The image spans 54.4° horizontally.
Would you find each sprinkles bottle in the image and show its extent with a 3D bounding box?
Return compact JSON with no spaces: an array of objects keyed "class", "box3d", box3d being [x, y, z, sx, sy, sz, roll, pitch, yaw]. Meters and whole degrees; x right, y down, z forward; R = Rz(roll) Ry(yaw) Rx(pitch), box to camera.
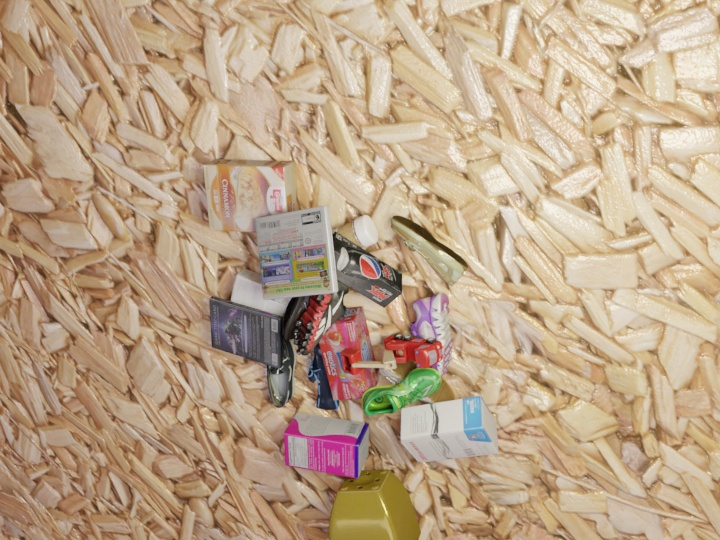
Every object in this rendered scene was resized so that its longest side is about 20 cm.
[{"class":"sprinkles bottle","box3d":[-0.059,-0.060,1.597,0.198,0.068,0.069,-22,103,22]}]

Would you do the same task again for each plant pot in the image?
[{"class":"plant pot","box3d":[0.025,0.619,1.766,0.193,0.194,0.203,-9,98,19]}]

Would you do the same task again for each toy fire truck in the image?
[{"class":"toy fire truck","box3d":[0.070,0.191,1.561,0.198,0.140,0.049,3,109,39]}]

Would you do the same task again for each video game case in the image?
[{"class":"video game case","box3d":[-0.142,-0.035,1.523,0.198,0.022,0.185,-7,89,33]},{"class":"video game case","box3d":[-0.279,0.151,1.711,0.197,0.019,0.145,15,120,20]}]

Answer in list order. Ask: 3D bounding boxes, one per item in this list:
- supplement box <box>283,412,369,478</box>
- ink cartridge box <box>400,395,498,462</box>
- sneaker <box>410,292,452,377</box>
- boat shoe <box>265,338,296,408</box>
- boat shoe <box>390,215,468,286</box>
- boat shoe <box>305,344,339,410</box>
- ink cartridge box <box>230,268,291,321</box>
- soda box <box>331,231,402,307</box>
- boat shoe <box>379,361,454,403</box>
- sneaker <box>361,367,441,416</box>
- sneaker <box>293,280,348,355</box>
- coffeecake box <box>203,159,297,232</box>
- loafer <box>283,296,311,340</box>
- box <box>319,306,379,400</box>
[{"class":"supplement box","box3d":[-0.086,0.440,1.773,0.197,0.101,0.105,7,112,14]},{"class":"ink cartridge box","box3d":[0.208,0.375,1.640,0.197,0.085,0.146,-13,140,20]},{"class":"sneaker","box3d":[0.160,0.147,1.610,0.087,0.080,0.203,0,105,23]},{"class":"boat shoe","box3d":[-0.201,0.248,1.757,0.074,0.060,0.203,-2,109,17]},{"class":"boat shoe","box3d":[0.142,-0.045,1.544,0.199,0.073,0.063,34,111,-6]},{"class":"boat shoe","box3d":[-0.100,0.260,1.719,0.068,0.084,0.203,-7,106,6]},{"class":"ink cartridge box","box3d":[-0.216,0.083,1.708,0.197,0.050,0.110,20,114,7]},{"class":"soda box","box3d":[0.000,0.000,1.559,0.199,0.064,0.071,31,129,-24]},{"class":"boat shoe","box3d":[0.133,0.269,1.670,0.199,0.071,0.069,35,142,-7]},{"class":"sneaker","box3d":[0.095,0.285,1.587,0.198,0.084,0.075,-25,106,14]},{"class":"sneaker","box3d":[-0.084,0.104,1.571,0.071,0.097,0.203,41,116,49]},{"class":"coffeecake box","box3d":[-0.250,-0.171,1.609,0.197,0.073,0.156,3,110,15]},{"class":"loafer","box3d":[-0.126,0.084,1.617,0.070,0.073,0.202,17,118,-16]},{"class":"box","box3d":[-0.029,0.197,1.669,0.098,0.096,0.203,-7,108,18]}]
